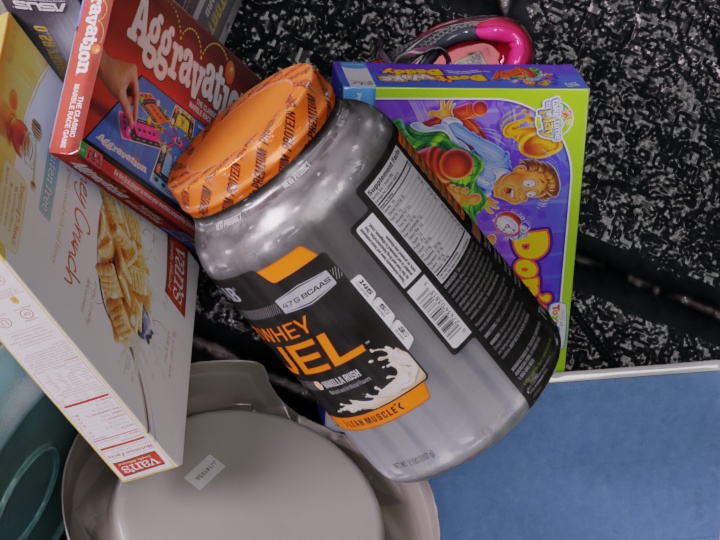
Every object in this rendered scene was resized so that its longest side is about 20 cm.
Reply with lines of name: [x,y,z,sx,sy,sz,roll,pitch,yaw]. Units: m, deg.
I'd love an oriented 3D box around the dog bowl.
dog bowl: [-0.061,0.141,1.345,0.199,0.059,0.201,8,47,-9]

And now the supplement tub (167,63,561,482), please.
supplement tub: [0.000,0.000,1.310,0.123,0.122,0.200,-43,108,-9]

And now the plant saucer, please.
plant saucer: [-0.181,0.114,1.325,0.027,0.200,0.201,25,83,13]

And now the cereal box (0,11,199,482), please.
cereal box: [-0.145,-0.009,1.278,0.039,0.144,0.200,-18,133,20]

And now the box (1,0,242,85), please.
box: [-0.111,-0.176,1.345,0.048,0.159,0.201,8,60,22]

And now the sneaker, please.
sneaker: [0.006,-0.085,1.428,0.200,0.075,0.081,-35,93,-8]

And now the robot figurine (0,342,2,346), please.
robot figurine: [-0.285,0.030,1.351,0.199,0.125,0.151,3,92,-8]

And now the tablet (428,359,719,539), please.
tablet: [0.108,0.114,1.433,0.199,0.014,0.131,-4,115,-8]

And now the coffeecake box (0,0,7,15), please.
coffeecake box: [-0.228,-0.151,1.286,0.073,0.200,0.154,11,102,36]

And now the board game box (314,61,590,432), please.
board game box: [0.048,-0.012,1.404,0.134,0.045,0.201,-1,112,-9]

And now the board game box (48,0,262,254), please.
board game box: [-0.098,-0.078,1.317,0.019,0.200,0.103,5,77,21]
